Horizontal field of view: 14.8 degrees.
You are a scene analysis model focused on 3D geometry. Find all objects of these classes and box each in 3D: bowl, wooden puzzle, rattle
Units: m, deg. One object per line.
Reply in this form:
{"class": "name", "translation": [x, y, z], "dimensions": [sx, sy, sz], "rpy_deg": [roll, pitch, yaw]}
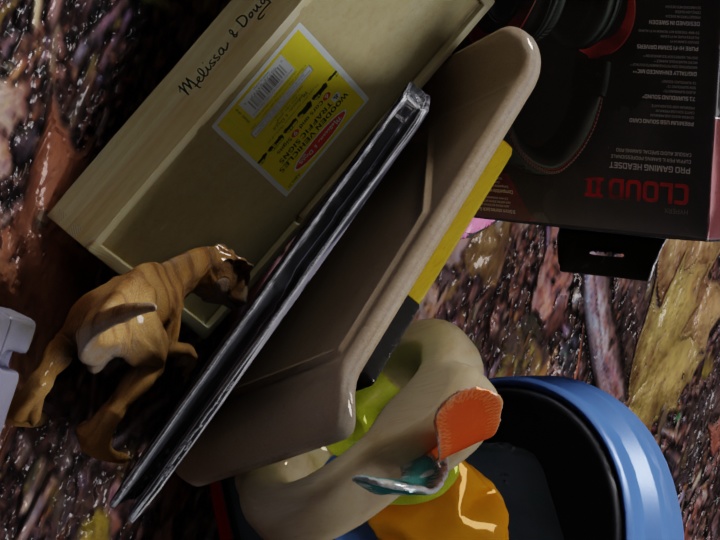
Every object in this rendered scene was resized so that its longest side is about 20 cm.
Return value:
{"class": "bowl", "translation": [0.073, 0.149, 1.416], "dimensions": [0.039, 0.200, 0.201], "rpy_deg": [21, 87, -44]}
{"class": "wooden puzzle", "translation": [0.000, 0.000, 1.221], "dimensions": [0.185, 0.037, 0.200], "rpy_deg": [-24, -145, 62]}
{"class": "rattle", "translation": [0.037, 0.103, 1.178], "dimensions": [0.130, 0.200, 0.143], "rpy_deg": [-30, 103, -26]}

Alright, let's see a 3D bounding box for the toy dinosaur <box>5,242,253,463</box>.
{"class": "toy dinosaur", "translation": [-0.100, 0.024, 1.095], "dimensions": [0.106, 0.060, 0.200], "rpy_deg": [-59, 175, 16]}

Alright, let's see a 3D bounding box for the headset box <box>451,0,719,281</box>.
{"class": "headset box", "translation": [0.118, -0.097, 1.233], "dimensions": [0.075, 0.148, 0.201], "rpy_deg": [-2, 98, -49]}

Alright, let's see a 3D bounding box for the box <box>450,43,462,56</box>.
{"class": "box", "translation": [0.060, -0.192, 1.297], "dimensions": [0.200, 0.041, 0.156], "rpy_deg": [-56, 134, -28]}

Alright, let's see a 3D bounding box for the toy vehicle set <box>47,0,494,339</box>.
{"class": "toy vehicle set", "translation": [-0.033, -0.071, 1.173], "dimensions": [0.200, 0.027, 0.124], "rpy_deg": [-49, 153, -2]}

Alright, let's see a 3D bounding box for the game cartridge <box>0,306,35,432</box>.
{"class": "game cartridge", "translation": [-0.194, 0.102, 1.033], "dimensions": [0.130, 0.038, 0.200], "rpy_deg": [19, 90, -61]}

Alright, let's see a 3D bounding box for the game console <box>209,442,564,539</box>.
{"class": "game console", "translation": [0.024, 0.149, 1.294], "dimensions": [0.200, 0.031, 0.177], "rpy_deg": [11, 54, -35]}

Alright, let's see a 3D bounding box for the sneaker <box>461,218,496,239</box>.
{"class": "sneaker", "translation": [0.067, -0.086, 1.386], "dimensions": [0.200, 0.080, 0.087], "rpy_deg": [-42, 131, -55]}

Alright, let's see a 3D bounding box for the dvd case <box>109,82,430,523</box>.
{"class": "dvd case", "translation": [-0.033, 0.009, 1.147], "dimensions": [0.200, 0.016, 0.149], "rpy_deg": [-54, -178, 6]}
